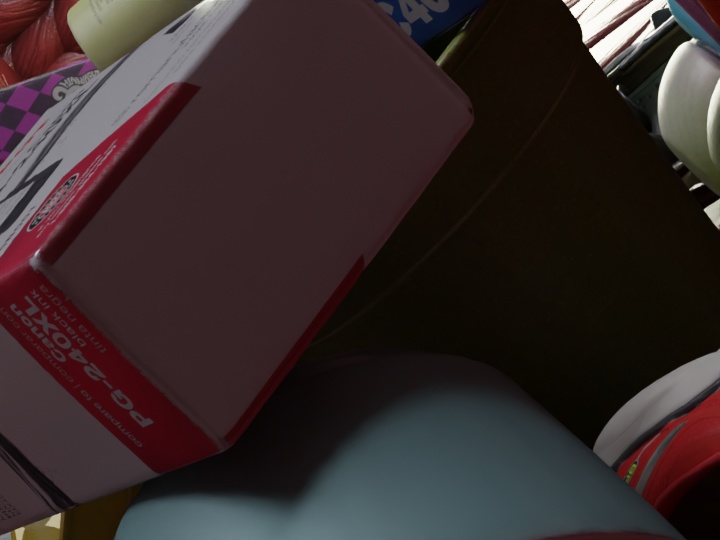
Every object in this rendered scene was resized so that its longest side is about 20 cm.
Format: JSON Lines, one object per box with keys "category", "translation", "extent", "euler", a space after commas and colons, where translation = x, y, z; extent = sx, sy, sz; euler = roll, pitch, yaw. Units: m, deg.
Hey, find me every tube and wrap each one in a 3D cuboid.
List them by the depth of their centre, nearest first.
{"category": "tube", "translation": [-0.026, -0.145, 0.980], "extent": [0.200, 0.052, 0.058], "euler": [-41, 53, 12]}

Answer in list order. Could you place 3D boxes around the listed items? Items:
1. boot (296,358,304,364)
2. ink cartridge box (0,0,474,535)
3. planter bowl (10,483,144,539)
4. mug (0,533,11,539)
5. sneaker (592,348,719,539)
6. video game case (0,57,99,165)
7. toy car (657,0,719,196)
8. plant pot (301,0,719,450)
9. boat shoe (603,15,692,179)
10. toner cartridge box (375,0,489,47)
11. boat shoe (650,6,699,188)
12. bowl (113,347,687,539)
{"category": "boot", "translation": [0.000, 0.000, 1.136], "extent": [0.200, 0.189, 0.068], "euler": [-29, -6, 31]}
{"category": "ink cartridge box", "translation": [-0.075, -0.004, 0.808], "extent": [0.145, 0.083, 0.200], "euler": [-54, 16, -29]}
{"category": "planter bowl", "translation": [-0.104, 0.055, 1.102], "extent": [0.200, 0.083, 0.201], "euler": [180, 90, -75]}
{"category": "mug", "translation": [-0.201, 0.179, 1.338], "extent": [0.175, 0.200, 0.148], "euler": [-40, 52, -13]}
{"category": "sneaker", "translation": [0.156, 0.044, 0.817], "extent": [0.200, 0.077, 0.085], "euler": [-49, 21, 24]}
{"category": "video game case", "translation": [-0.091, -0.082, 1.142], "extent": [0.199, 0.036, 0.181], "euler": [-18, 1, 10]}
{"category": "toy car", "translation": [0.185, -0.122, 1.030], "extent": [0.175, 0.150, 0.200], "euler": [-47, 11, 2]}
{"category": "plant pot", "translation": [0.060, 0.000, 0.975], "extent": [0.200, 0.190, 0.200], "euler": [-45, 11, 11]}
{"category": "boat shoe", "translation": [0.134, -0.068, 1.172], "extent": [0.200, 0.074, 0.060], "euler": [-35, -32, 5]}
{"category": "toner cartridge box", "translation": [0.016, -0.116, 0.936], "extent": [0.095, 0.043, 0.200], "euler": [-52, 12, -31]}
{"category": "boat shoe", "translation": [0.175, -0.114, 1.250], "extent": [0.200, 0.066, 0.074], "euler": [-52, 14, -21]}
{"category": "bowl", "translation": [0.001, 0.099, 0.792], "extent": [0.201, 0.200, 0.105], "euler": [-41, 56, 25]}
